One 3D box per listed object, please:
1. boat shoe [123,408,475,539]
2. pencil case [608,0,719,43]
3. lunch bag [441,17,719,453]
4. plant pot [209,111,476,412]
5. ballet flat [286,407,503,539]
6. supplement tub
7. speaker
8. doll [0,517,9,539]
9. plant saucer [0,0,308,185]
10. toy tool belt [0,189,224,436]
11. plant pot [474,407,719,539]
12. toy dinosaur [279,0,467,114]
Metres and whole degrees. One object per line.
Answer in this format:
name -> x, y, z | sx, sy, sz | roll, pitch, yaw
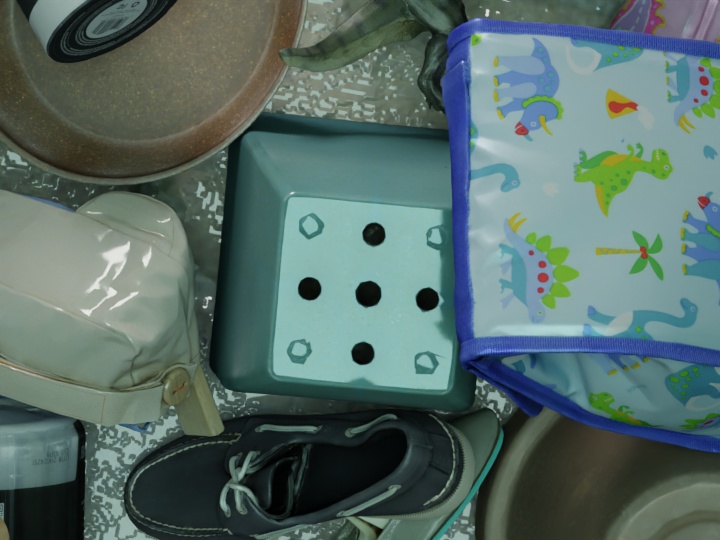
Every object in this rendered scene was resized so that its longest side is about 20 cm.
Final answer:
boat shoe -> -0.043, 0.102, 1.509 | 0.199, 0.063, 0.073 | -8, 73, 25
pencil case -> 0.149, -0.065, 1.526 | 0.087, 0.087, 0.201 | 24, 93, -5
lunch bag -> 0.126, -0.018, 1.384 | 0.199, 0.127, 0.171 | 13, 63, -31
plant pot -> 0.000, 0.000, 1.467 | 0.140, 0.200, 0.142 | 5, 95, -3
ballet flat -> -0.003, 0.145, 1.544 | 0.064, 0.067, 0.201 | 34, 95, -17
supplement tub -> -0.203, 0.171, 1.512 | 0.122, 0.123, 0.202 | 1, 95, -3
speaker -> -0.168, -0.208, 1.468 | 0.081, 0.081, 0.201 | -30, 77, 1
doll -> -0.242, 0.183, 1.438 | 0.200, 0.048, 0.137 | -35, 88, 30
plant saucer -> -0.116, -0.141, 1.504 | 0.199, 0.037, 0.202 | -2, 85, 16
toy tool belt -> -0.165, 0.024, 1.497 | 0.199, 0.123, 0.125 | 16, 55, 26
plant pot -> 0.161, 0.145, 1.502 | 0.199, 0.175, 0.202 | 0, 96, -2
toy dinosaur -> 0.040, -0.129, 1.512 | 0.200, 0.047, 0.088 | -43, 108, -32
